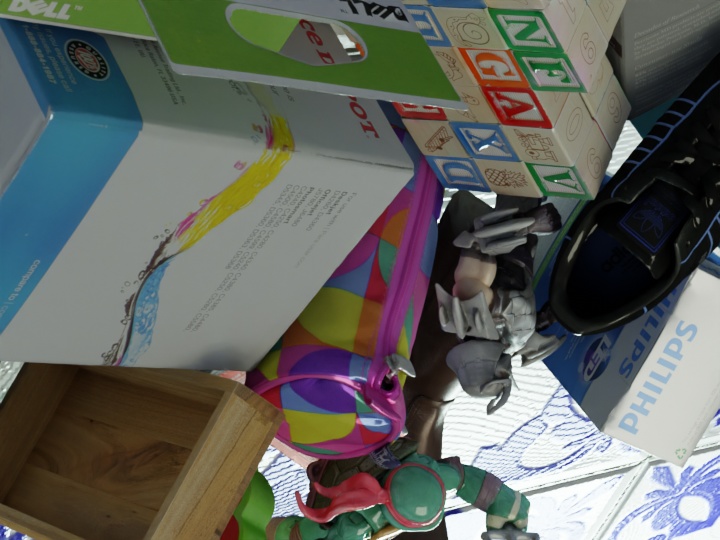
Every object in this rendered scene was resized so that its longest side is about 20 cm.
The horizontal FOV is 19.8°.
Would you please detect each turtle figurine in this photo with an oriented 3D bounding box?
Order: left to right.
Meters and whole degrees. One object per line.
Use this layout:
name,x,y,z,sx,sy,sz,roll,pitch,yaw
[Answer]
turtle figurine,0.015,0.130,1.072,0.149,0.101,0.200,-20,-178,-18

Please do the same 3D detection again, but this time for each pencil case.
pencil case,0.000,0.000,1.032,0.088,0.201,0.089,7,145,5

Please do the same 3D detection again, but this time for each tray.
tray,-0.123,0.092,1.009,0.037,0.200,0.099,38,74,-33

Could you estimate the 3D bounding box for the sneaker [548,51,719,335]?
sneaker,0.164,-0.044,0.999,0.200,0.070,0.078,-54,173,24

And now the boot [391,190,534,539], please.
boot,0.052,0.076,1.206,0.064,0.187,0.200,4,139,-35

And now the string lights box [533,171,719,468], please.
string lights box,0.146,0.017,1.156,0.059,0.200,0.103,25,103,-22

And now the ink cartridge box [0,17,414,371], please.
ink cartridge box,-0.112,-0.057,0.909,0.199,0.147,0.146,6,134,-43

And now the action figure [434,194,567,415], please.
action figure,0.081,-0.016,1.078,0.069,0.201,0.130,8,153,7

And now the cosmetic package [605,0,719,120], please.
cosmetic package,0.131,-0.178,0.977,0.090,0.107,0.200,-28,147,-5

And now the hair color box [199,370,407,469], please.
hair color box,-0.053,0.036,1.136,0.061,0.102,0.200,-32,148,9

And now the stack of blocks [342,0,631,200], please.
stack of blocks,0.059,-0.115,0.949,0.200,0.115,0.059,55,52,-46

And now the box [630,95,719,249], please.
box,0.206,-0.067,1.104,0.082,0.200,0.049,-8,142,-33

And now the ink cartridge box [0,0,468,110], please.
ink cartridge box,-0.071,-0.116,0.805,0.147,0.200,0.076,4,136,-42

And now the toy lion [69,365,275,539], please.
toy lion,-0.147,0.135,1.112,0.200,0.192,0.069,-35,147,10
